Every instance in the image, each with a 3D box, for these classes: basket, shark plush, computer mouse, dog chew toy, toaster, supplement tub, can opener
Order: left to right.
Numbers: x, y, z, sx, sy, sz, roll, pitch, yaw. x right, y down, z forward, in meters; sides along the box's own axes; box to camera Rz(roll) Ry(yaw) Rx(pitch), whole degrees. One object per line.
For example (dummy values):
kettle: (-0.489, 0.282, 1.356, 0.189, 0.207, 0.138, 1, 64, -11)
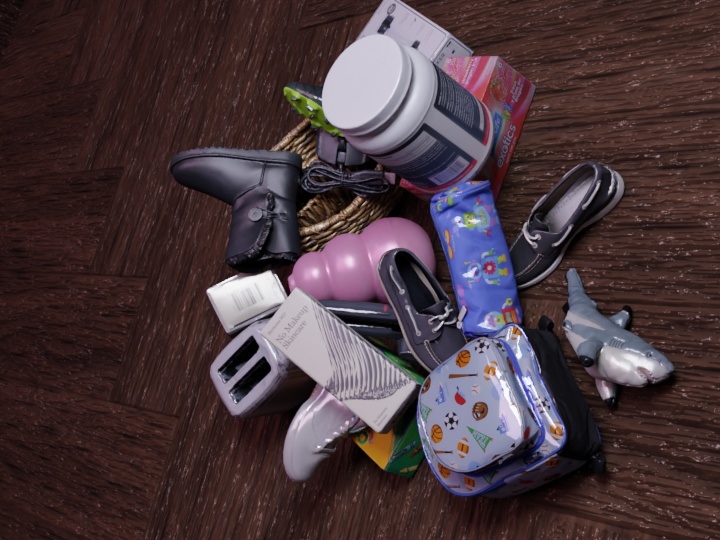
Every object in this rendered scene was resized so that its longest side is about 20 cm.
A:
toaster: (-0.123, 0.135, 1.449, 0.200, 0.129, 0.114, -43, 70, 33)
basket: (-0.051, -0.124, 1.474, 0.200, 0.149, 0.143, -41, 38, -10)
computer mouse: (-0.012, -0.207, 1.441, 0.138, 0.053, 0.200, 3, 70, 8)
dog chew toy: (0.000, 0.000, 1.370, 0.200, 0.125, 0.125, -14, 49, -7)
can opener: (0.033, 0.069, 1.323, 0.079, 0.200, 0.063, -74, -3, -59)
supplement tub: (0.062, -0.192, 1.246, 0.140, 0.200, 0.141, -18, 60, 35)
shark plush: (0.284, 0.073, 1.152, 0.083, 0.091, 0.200, -30, 26, 9)

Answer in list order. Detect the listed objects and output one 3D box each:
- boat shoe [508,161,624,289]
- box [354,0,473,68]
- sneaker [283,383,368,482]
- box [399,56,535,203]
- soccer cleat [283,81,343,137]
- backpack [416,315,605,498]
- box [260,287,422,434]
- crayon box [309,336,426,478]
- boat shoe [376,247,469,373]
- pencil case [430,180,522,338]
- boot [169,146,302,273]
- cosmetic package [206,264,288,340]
boat shoe: (0.237, -0.056, 1.241, 0.200, 0.060, 0.074, -43, 50, 25)
box: (0.076, -0.343, 1.566, 0.117, 0.060, 0.200, -55, 40, 11)
sneaker: (-0.030, 0.197, 1.309, 0.088, 0.075, 0.200, 27, 93, 33)
box: (0.148, -0.186, 1.379, 0.103, 0.095, 0.200, 14, 81, 48)
soccer cleat: (-0.011, -0.224, 1.395, 0.200, 0.068, 0.081, 26, 70, 10)
backpack: (0.155, 0.174, 1.153, 0.191, 0.154, 0.200, -45, 45, 36)
box: (-0.023, 0.114, 1.258, 0.200, 0.068, 0.082, 37, 89, 15)
crayon box: (0.026, 0.175, 1.352, 0.200, 0.058, 0.119, 35, 98, 50)
boat shoe: (0.087, 0.058, 1.271, 0.200, 0.073, 0.063, 58, 162, 7)
pencil case: (0.142, -0.010, 1.242, 0.078, 0.087, 0.200, 168, 88, -69)
boot: (-0.178, -0.084, 1.401, 0.200, 0.076, 0.168, 1, 69, 5)
cosmetic package: (-0.163, 0.054, 1.498, 0.105, 0.200, 0.071, -26, 82, -6)
